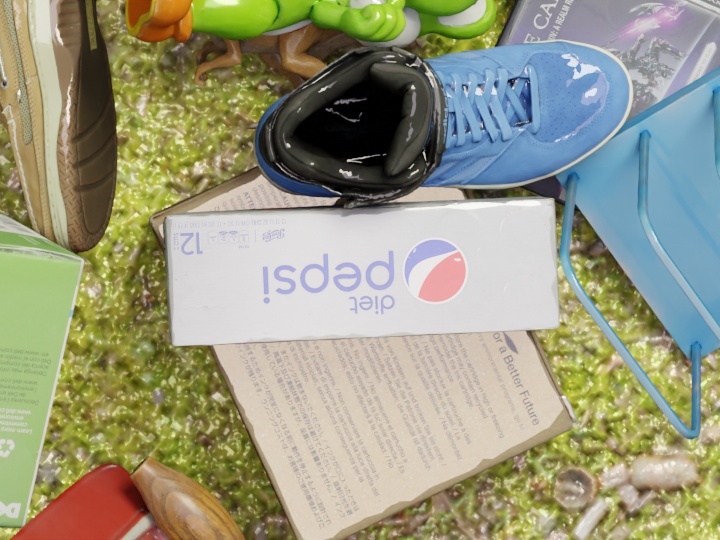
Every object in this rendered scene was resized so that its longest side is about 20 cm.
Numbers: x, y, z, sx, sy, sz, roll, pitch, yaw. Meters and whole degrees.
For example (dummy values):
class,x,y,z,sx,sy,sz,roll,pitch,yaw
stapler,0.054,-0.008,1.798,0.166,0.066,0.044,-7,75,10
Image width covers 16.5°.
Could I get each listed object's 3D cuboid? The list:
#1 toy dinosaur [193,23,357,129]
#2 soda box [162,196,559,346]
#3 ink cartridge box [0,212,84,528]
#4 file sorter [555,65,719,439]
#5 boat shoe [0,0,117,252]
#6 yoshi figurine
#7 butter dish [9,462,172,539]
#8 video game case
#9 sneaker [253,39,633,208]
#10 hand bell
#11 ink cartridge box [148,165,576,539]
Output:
class,x,y,z,sx,sy,sz,roll,pitch,yaw
toy dinosaur,-0.027,-0.129,1.335,0.198,0.060,0.107,-1,92,-3
soda box,0.000,0.000,1.268,0.198,0.063,0.069,-3,93,-3
ink cartridge box,-0.212,0.074,1.306,0.059,0.104,0.201,8,100,-34
file sorter,0.218,-0.025,1.277,0.199,0.123,0.139,-31,111,21
boat shoe,-0.178,-0.109,1.332,0.076,0.072,0.202,-4,90,14
yoshi figurine,-0.015,-0.159,1.251,0.199,0.112,0.113,2,106,-20
butter dish,-0.154,0.232,1.309,0.147,0.200,0.200,-29,95,23
video game case,0.164,-0.083,1.336,0.199,0.019,0.143,23,121,-4
sneaker,0.046,-0.076,1.245,0.198,0.111,0.077,-6,92,-4
hand bell,-0.048,0.175,1.332,0.200,0.104,0.104,45,91,-4
ink cartridge box,0.000,0.026,1.339,0.164,0.075,0.201,-25,93,-2
